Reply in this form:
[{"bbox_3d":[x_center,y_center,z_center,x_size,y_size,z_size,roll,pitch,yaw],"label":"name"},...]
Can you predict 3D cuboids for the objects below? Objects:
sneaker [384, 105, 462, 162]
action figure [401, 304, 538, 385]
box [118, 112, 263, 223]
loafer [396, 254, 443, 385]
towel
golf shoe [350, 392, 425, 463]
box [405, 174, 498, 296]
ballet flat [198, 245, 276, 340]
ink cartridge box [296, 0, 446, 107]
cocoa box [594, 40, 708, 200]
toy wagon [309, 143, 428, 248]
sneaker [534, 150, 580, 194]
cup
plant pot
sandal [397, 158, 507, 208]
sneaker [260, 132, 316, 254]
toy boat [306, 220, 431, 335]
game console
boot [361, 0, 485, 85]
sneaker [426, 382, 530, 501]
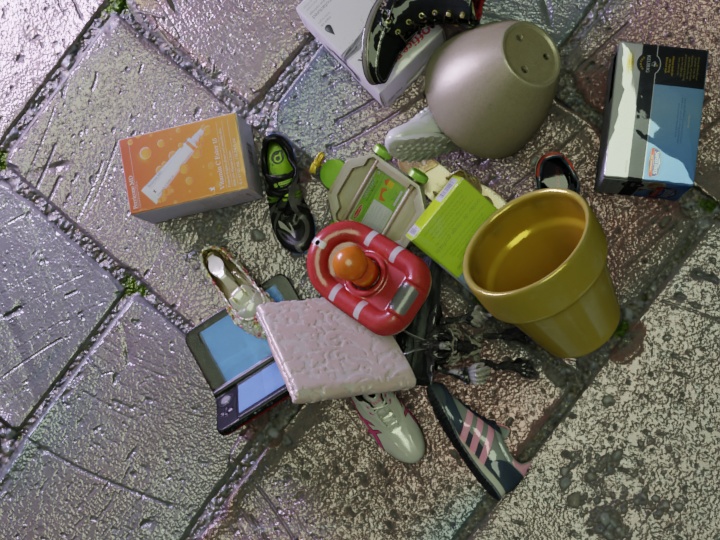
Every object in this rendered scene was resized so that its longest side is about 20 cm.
[{"bbox_3d":[0.117,-0.223,1.480,0.198,0.076,0.081,-14,77,-29],"label":"sneaker"},{"bbox_3d":[0.166,0.111,1.425,0.197,0.102,0.121,4,81,-19],"label":"action figure"},{"bbox_3d":[-0.270,-0.162,1.544,0.197,0.097,0.126,-12,83,7],"label":"box"},{"bbox_3d":[0.099,0.078,1.490,0.070,0.068,0.204,14,83,-24],"label":"loafer"},{"bbox_3d":[-0.039,0.114,1.426,0.197,0.033,0.192,-4,43,-28],"label":"towel"},{"bbox_3d":[0.027,0.212,1.471,0.072,0.092,0.201,-37,82,3],"label":"golf shoe"},{"bbox_3d":[0.181,-0.035,1.460,0.199,0.048,0.122,39,92,-18],"label":"box"},{"bbox_3d":[-0.195,0.032,1.502,0.076,0.064,0.200,-45,60,-2],"label":"ballet flat"},{"bbox_3d":[0.019,-0.386,1.528,0.147,0.083,0.200,-44,80,2],"label":"ink cartridge box"},{"bbox_3d":[0.429,-0.217,1.427,0.129,0.133,0.203,7,86,8],"label":"cocoa box"},{"bbox_3d":[0.010,-0.120,1.513,0.199,0.040,0.156,36,107,11],"label":"toy wagon"},{"bbox_3d":[0.307,-0.085,1.458,0.074,0.085,0.203,-17,83,6],"label":"sneaker"},{"bbox_3d":[0.213,-0.286,1.417,0.198,0.143,0.203,8,70,-23],"label":"cup"},{"bbox_3d":[0.276,0.017,1.379,0.200,0.201,0.189,-39,123,3],"label":"plant pot"},{"bbox_3d":[0.144,-0.124,1.493,0.211,0.070,0.078,35,91,10],"label":"sandal"},{"bbox_3d":[-0.123,-0.122,1.526,0.070,0.083,0.203,-15,83,7],"label":"sneaker"},{"bbox_3d":[0.000,0.000,1.421,0.199,0.131,0.131,32,88,31],"label":"toy boat"},{"bbox_3d":[-0.166,0.128,1.495,0.199,0.173,0.119,-32,113,5],"label":"game console"},{"bbox_3d":[0.093,-0.366,1.418,0.152,0.073,0.206,13,81,27],"label":"boot"},{"bbox_3d":[0.179,0.244,1.466,0.082,0.070,0.201,-33,84,-13],"label":"sneaker"}]
